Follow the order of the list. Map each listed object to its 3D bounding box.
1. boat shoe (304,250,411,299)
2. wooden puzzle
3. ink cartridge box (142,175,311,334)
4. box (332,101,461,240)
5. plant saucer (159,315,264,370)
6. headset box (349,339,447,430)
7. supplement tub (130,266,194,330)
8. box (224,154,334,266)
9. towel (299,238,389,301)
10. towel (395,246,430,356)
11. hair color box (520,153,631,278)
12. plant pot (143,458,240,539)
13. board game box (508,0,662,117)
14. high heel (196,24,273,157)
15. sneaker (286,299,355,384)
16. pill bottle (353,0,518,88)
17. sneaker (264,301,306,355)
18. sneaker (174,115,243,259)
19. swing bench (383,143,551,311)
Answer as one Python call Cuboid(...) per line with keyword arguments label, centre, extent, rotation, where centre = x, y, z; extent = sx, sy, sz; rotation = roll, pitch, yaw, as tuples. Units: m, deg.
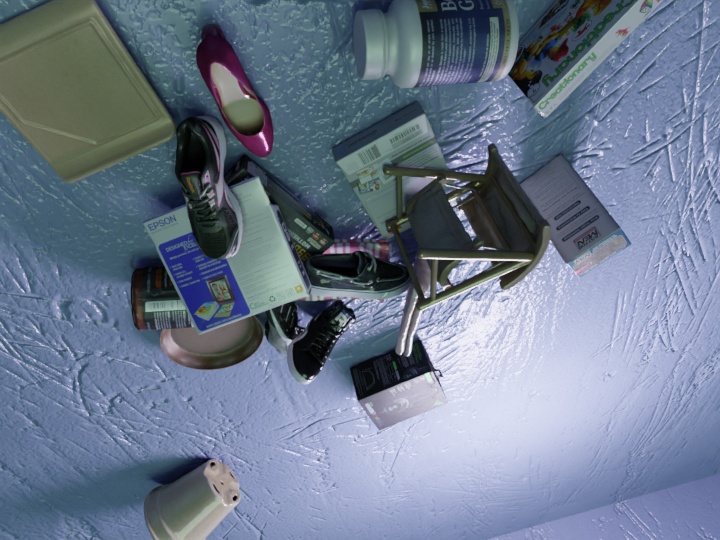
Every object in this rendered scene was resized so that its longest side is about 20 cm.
Cuboid(label="boat shoe", centre=(0.000, 0.000, 0.938), extent=(0.197, 0.072, 0.068), rotation=(2, 137, -16))
Cuboid(label="wooden puzzle", centre=(-0.365, -0.227, 0.712), extent=(0.182, 0.038, 0.201), rotation=(-21, 132, 5))
Cuboid(label="ink cartridge box", centre=(-0.202, -0.023, 0.861), extent=(0.195, 0.044, 0.203), rotation=(-19, 110, 6))
Cuboid(label="box", centre=(0.065, -0.155, 0.916), extent=(0.154, 0.042, 0.201), rotation=(-27, 135, 10))
Cuboid(label="plant saucer", centre=(-0.289, 0.124, 1.092), extent=(0.197, 0.032, 0.202), rotation=(-9, 136, -8))
Cuboid(label="headset box", centre=(0.100, 0.273, 1.325), extent=(0.197, 0.094, 0.175), rotation=(-22, 137, 5))
Cuboid(label="supplement tub", centre=(-0.284, 0.044, 0.958), extent=(0.197, 0.108, 0.108), rotation=(-3, 136, -16))
Cuboid(label="box", centre=(-0.165, -0.066, 0.907), extent=(0.158, 0.049, 0.199), rotation=(-38, 124, 20))
Cuboid(label="towel", centre=(-0.044, 0.003, 1.023), extent=(0.196, 0.030, 0.148), rotation=(-1, 135, 1))
Cuboid(label="towel", centre=(0.106, 0.023, 1.000), extent=(0.032, 0.202, 0.193), rotation=(13, 135, 3))
Cuboid(label="hair color box", centre=(0.358, -0.096, 0.952), extent=(0.100, 0.202, 0.060), rotation=(-37, 134, 21))
Cuboid(label="plant pot", centre=(-0.416, 0.596, 1.435), extent=(0.183, 0.201, 0.201), rotation=(-38, 134, 6))
Cuboid(label="board game box", centre=(0.293, -0.322, 0.756), extent=(0.034, 0.127, 0.200), rotation=(22, 124, -35))
Cuboid(label="high heel", centre=(-0.159, -0.216, 0.740), extent=(0.066, 0.097, 0.202), rotation=(-15, 137, -2))
Cuboid(label="sneaker", centre=(-0.067, 0.119, 1.051), extent=(0.073, 0.201, 0.112), rotation=(43, 116, -12))
Cuboid(label="pill bottle", centre=(0.094, -0.299, 0.726), extent=(0.197, 0.112, 0.112), rotation=(-8, 137, -10))
Cuboid(label="sneaker", centre=(-0.159, 0.110, 1.087), extent=(0.078, 0.075, 0.202), rotation=(4, 141, 15))
Cuboid(label="sneaker", centre=(-0.221, -0.112, 0.765), extent=(0.079, 0.086, 0.203), rotation=(-11, 98, 7))
Cuboid(label="swing bench", centre=(0.154, -0.070, 0.857), extent=(0.197, 0.201, 0.131), rotation=(-12, 138, -6))
